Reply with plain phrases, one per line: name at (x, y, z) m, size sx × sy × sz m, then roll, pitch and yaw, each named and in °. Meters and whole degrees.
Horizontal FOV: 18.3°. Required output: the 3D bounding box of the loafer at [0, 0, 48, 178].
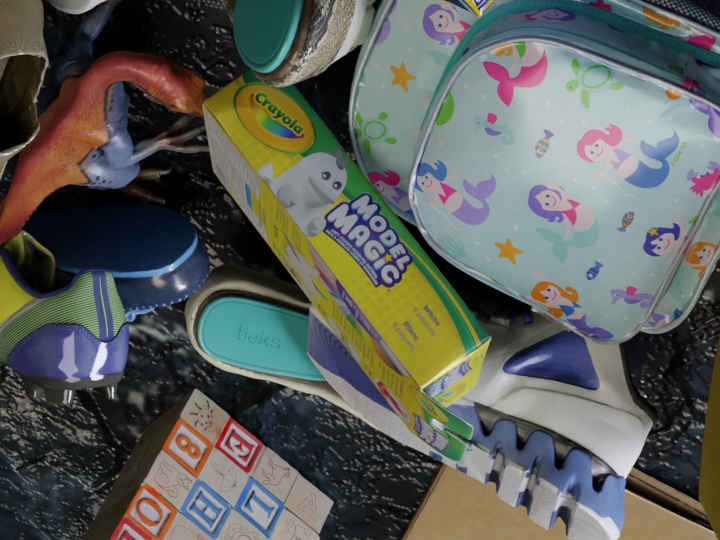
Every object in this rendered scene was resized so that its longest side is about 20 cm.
loafer at (-0.200, -0.073, 1.092) m, size 0.076 × 0.068 × 0.200 m, roll -9°, pitch 146°, yaw -26°

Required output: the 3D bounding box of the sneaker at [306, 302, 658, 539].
sneaker at (0.075, 0.049, 1.186) m, size 0.199 × 0.115 × 0.081 m, roll 33°, pitch 158°, yaw 7°

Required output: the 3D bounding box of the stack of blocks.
stack of blocks at (-0.105, 0.180, 1.308) m, size 0.115 × 0.200 × 0.059 m, roll 41°, pitch 132°, yaw -12°

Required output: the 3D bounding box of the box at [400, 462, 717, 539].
box at (0.108, 0.176, 1.334) m, size 0.163 × 0.021 × 0.201 m, roll 26°, pitch 133°, yaw 1°

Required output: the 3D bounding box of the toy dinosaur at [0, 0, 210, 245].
toy dinosaur at (-0.132, -0.065, 1.145) m, size 0.105 × 0.200 × 0.181 m, roll 41°, pitch 177°, yaw 0°

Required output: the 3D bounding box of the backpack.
backpack at (0.095, -0.076, 1.048) m, size 0.199 × 0.151 × 0.178 m, roll 31°, pitch 124°, yaw 7°

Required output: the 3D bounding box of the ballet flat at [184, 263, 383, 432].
ballet flat at (-0.002, 0.046, 1.245) m, size 0.199 × 0.070 × 0.070 m, roll 23°, pitch 134°, yaw -9°

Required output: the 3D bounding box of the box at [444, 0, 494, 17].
box at (0.014, -0.172, 0.964) m, size 0.064 × 0.200 × 0.070 m, roll -47°, pitch 117°, yaw -1°

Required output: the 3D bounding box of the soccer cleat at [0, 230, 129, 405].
soccer cleat at (-0.192, 0.017, 1.213) m, size 0.200 × 0.064 × 0.084 m, roll 13°, pitch 104°, yaw 47°

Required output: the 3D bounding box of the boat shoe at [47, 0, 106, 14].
boat shoe at (-0.099, -0.195, 1.008) m, size 0.071 × 0.064 × 0.200 m, roll 51°, pitch 145°, yaw 8°

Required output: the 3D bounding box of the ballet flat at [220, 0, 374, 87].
ballet flat at (-0.035, -0.136, 1.040) m, size 0.075 × 0.200 × 0.068 m, roll 19°, pitch 110°, yaw -32°

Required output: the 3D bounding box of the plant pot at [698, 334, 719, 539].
plant pot at (0.267, 0.058, 1.031) m, size 0.199 × 0.200 × 0.177 m, roll -8°, pitch 113°, yaw -1°

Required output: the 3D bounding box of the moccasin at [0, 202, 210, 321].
moccasin at (-0.151, 0.005, 1.264) m, size 0.199 × 0.080 × 0.069 m, roll 5°, pitch 124°, yaw 47°

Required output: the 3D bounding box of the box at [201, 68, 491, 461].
box at (0.000, 0.000, 1.088) m, size 0.200 × 0.048 × 0.117 m, roll 55°, pitch 171°, yaw 10°
